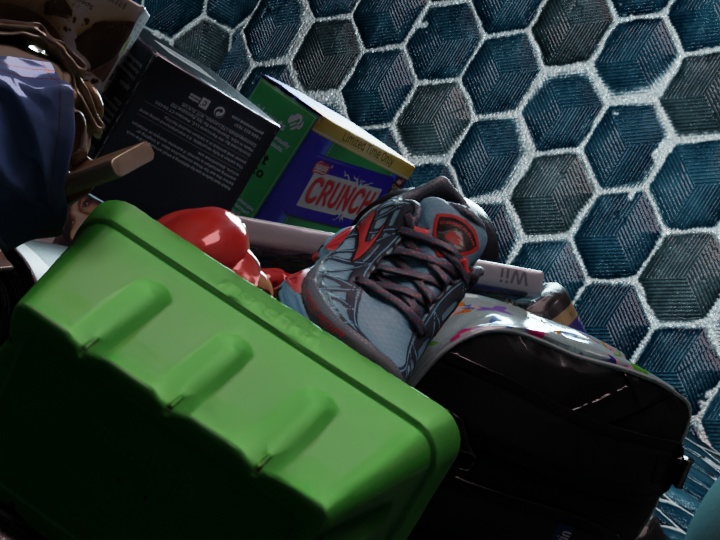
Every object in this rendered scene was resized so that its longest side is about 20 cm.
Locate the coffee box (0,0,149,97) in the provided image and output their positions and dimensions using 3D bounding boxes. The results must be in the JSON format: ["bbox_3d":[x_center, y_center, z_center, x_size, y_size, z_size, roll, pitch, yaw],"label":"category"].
[{"bbox_3d":[-0.232,-0.106,1.048,0.113,0.200,0.080,30,3,-7],"label":"coffee box"}]

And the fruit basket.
[{"bbox_3d":[-0.063,0.075,0.768,0.215,0.156,0.216,23,24,-11],"label":"fruit basket"}]

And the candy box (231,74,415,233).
[{"bbox_3d":[-0.066,-0.034,1.295,0.077,0.200,0.169,35,7,28],"label":"candy box"}]

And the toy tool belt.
[{"bbox_3d":[-0.201,-0.041,0.716,0.200,0.125,0.123,-17,25,-28],"label":"toy tool belt"}]

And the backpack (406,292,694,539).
[{"bbox_3d":[0.073,0.104,0.984,0.200,0.178,0.151,19,9,-34],"label":"backpack"}]

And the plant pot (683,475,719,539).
[{"bbox_3d":[0.289,0.232,1.109,0.200,0.200,0.135,34,41,25],"label":"plant pot"}]

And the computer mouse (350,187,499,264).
[{"bbox_3d":[0.030,-0.022,1.102,0.138,0.053,0.200,12,-9,-15],"label":"computer mouse"}]

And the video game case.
[{"bbox_3d":[0.000,0.000,1.041,0.200,0.018,0.143,10,-9,-9],"label":"video game case"}]

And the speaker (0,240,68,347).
[{"bbox_3d":[-0.162,0.026,0.894,0.081,0.081,0.200,33,6,16],"label":"speaker"}]

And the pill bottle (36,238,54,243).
[{"bbox_3d":[-0.271,-0.064,0.913,0.200,0.116,0.116,34,6,16],"label":"pill bottle"}]

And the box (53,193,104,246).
[{"bbox_3d":[-0.125,0.026,1.031,0.200,0.082,0.049,31,-9,-7],"label":"box"}]

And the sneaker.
[{"bbox_3d":[0.018,-0.001,0.858,0.079,0.096,0.200,46,20,-11],"label":"sneaker"}]

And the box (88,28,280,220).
[{"bbox_3d":[-0.169,-0.070,1.165,0.104,0.182,0.200,30,7,-26],"label":"box"}]

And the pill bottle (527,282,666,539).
[{"bbox_3d":[0.133,0.119,1.153,0.200,0.112,0.112,63,4,-4],"label":"pill bottle"}]

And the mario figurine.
[{"bbox_3d":[-0.060,0.046,0.908,0.106,0.124,0.200,-2,-33,16],"label":"mario figurine"}]
